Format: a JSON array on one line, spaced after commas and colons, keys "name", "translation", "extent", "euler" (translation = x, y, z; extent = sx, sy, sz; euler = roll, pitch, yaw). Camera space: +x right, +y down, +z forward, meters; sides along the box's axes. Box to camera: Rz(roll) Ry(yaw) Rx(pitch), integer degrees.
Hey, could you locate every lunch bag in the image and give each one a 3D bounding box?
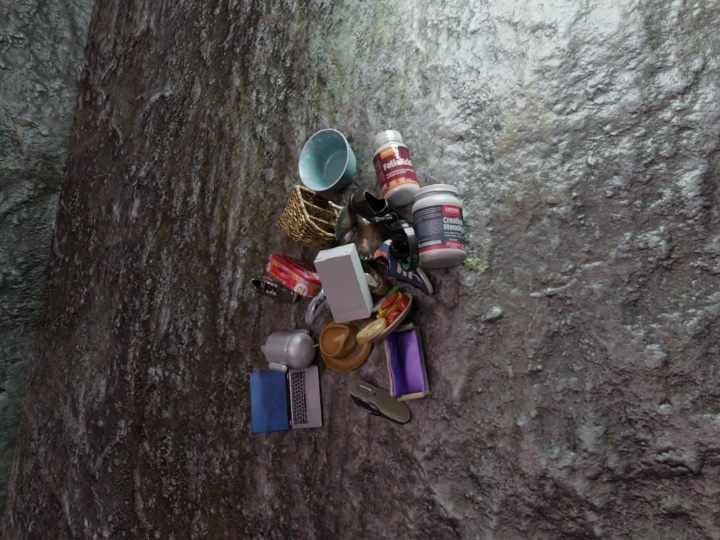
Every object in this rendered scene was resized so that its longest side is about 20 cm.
[{"name": "lunch bag", "translation": [-0.203, 0.019, 1.653], "extent": [0.199, 0.175, 0.083], "euler": [31, 99, 33]}]

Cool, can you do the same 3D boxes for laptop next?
[{"name": "laptop", "translation": [-0.234, 0.405, 1.642], "extent": [0.198, 0.115, 0.190], "euler": [-14, 75, 31]}]

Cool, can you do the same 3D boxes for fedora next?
[{"name": "fedora", "translation": [-0.061, 0.208, 1.581], "extent": [0.198, 0.081, 0.204], "euler": [-6, 79, 32]}]

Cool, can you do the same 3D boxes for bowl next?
[{"name": "bowl", "translation": [-0.092, -0.340, 1.686], "extent": [0.198, 0.105, 0.204], "euler": [-8, 76, 32]}]

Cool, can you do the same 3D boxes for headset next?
[{"name": "headset", "translation": [0.099, -0.083, 1.412], "extent": [0.125, 0.093, 0.201], "euler": [94, 161, -45]}]

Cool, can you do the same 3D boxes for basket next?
[{"name": "basket", "translation": [-0.135, -0.154, 1.624], "extent": [0.142, 0.199, 0.150], "euler": [36, 101, 33]}]

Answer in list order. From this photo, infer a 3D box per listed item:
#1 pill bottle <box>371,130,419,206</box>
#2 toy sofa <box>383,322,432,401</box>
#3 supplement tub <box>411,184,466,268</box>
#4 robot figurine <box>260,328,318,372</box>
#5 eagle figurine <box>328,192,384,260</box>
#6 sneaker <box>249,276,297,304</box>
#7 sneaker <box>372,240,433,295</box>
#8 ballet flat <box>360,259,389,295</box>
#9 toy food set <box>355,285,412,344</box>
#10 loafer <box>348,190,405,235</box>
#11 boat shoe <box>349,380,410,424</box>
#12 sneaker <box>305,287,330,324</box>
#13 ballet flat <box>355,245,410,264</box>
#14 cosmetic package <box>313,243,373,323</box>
[{"name": "pill bottle", "translation": [0.100, -0.303, 1.547], "extent": [0.113, 0.114, 0.203], "euler": [-24, 70, 27]}, {"name": "toy sofa", "translation": [0.129, 0.252, 1.440], "extent": [0.082, 0.097, 0.203], "euler": [-16, 72, 30]}, {"name": "supplement tub", "translation": [0.212, -0.117, 1.424], "extent": [0.139, 0.140, 0.203], "euler": [-10, 77, 31]}, {"name": "robot figurine", "translation": [-0.224, 0.251, 1.660], "extent": [0.198, 0.114, 0.171], "euler": [-2, 44, 37]}, {"name": "eagle figurine", "translation": [-0.012, -0.134, 1.548], "extent": [0.149, 0.200, 0.153], "euler": [-7, 115, -6]}, {"name": "sneaker", "translation": [-0.300, 0.067, 1.765], "extent": [0.198, 0.082, 0.078], "euler": [10, 87, 34]}, {"name": "sneaker", "translation": [0.115, 0.011, 1.475], "extent": [0.084, 0.075, 0.200], "euler": [-41, 75, -14]}, {"name": "ballet flat", "translation": [0.000, 0.000, 1.537], "extent": [0.199, 0.065, 0.071], "euler": [34, 93, 18]}, {"name": "toy food set", "translation": [0.064, 0.128, 1.467], "extent": [0.200, 0.198, 0.049], "euler": [-43, 101, 4]}, {"name": "loafer", "translation": [0.060, -0.165, 1.503], "extent": [0.071, 0.198, 0.074], "euler": [-27, 45, 51]}, {"name": "boat shoe", "translation": [0.055, 0.386, 1.496], "extent": [0.198, 0.072, 0.068], "euler": [22, 130, 27]}, {"name": "sneaker", "translation": [-0.079, 0.094, 1.575], "extent": [0.201, 0.114, 0.075], "euler": [-60, 11, -20]}, {"name": "ballet flat", "translation": [0.056, -0.053, 1.561], "extent": [0.198, 0.069, 0.071], "euler": [-1, 81, 33]}, {"name": "cosmetic package", "translation": [-0.044, 0.037, 1.469], "extent": [0.111, 0.081, 0.203], "euler": [-10, 111, 15]}]
